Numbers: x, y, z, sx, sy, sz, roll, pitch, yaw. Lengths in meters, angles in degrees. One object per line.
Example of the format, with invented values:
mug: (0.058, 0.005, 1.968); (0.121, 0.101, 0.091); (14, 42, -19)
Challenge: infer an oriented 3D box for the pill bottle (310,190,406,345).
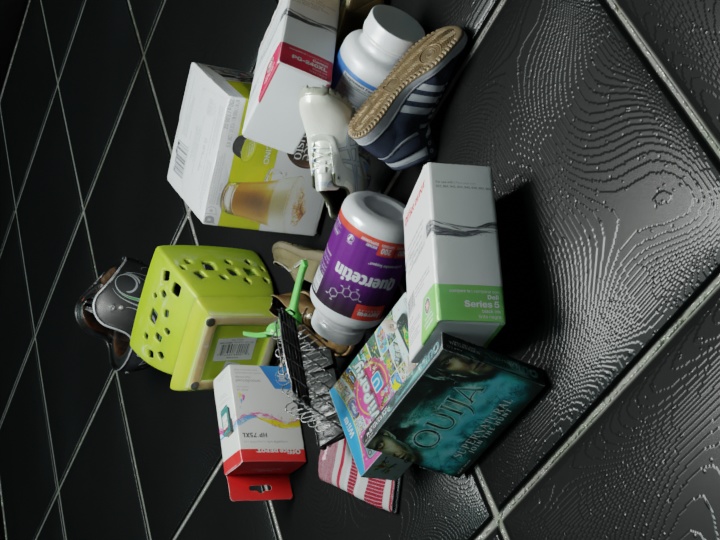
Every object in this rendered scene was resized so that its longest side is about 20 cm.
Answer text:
pill bottle: (0.000, 0.000, 1.530); (0.113, 0.112, 0.201); (54, 131, 48)

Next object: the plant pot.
plant pot: (-0.243, 0.088, 1.852); (0.181, 0.199, 0.200); (44, 122, 46)

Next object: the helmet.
helmet: (-0.443, 0.092, 2.186); (0.200, 0.191, 0.200); (-40, 17, 15)

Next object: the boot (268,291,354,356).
boot: (-0.074, 0.079, 1.680); (0.200, 0.075, 0.074); (27, 106, 56)

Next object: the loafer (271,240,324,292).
loafer: (-0.079, -0.002, 1.698); (0.200, 0.076, 0.068); (12, 89, 59)

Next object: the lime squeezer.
lime squeezer: (-0.124, 0.070, 1.663); (0.071, 0.038, 0.200); (58, 134, 18)

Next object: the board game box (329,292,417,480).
board game box: (0.053, 0.152, 1.446); (0.200, 0.064, 0.148); (-54, 41, 31)

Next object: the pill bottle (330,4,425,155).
pill bottle: (0.010, -0.262, 1.553); (0.200, 0.112, 0.113); (-58, 40, 36)

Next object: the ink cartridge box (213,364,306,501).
ink cartridge box: (-0.156, 0.253, 1.750); (0.067, 0.116, 0.201); (-42, 52, 48)

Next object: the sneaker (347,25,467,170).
sneaker: (0.084, -0.222, 1.479); (0.200, 0.108, 0.070); (-46, 37, 4)

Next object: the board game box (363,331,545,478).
board game box: (0.106, 0.162, 1.308); (0.028, 0.135, 0.200); (-87, 23, -47)

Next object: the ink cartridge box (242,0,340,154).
ink cartridge box: (-0.096, -0.290, 1.581); (0.145, 0.083, 0.201); (124, 159, -44)

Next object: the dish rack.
dish rack: (-0.076, 0.146, 1.538); (0.054, 0.200, 0.154); (-22, 59, 13)

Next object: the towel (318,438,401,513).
towel: (-0.001, 0.249, 1.583); (0.200, 0.023, 0.145); (9, 94, 59)

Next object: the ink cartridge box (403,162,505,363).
ink cartridge box: (0.106, -0.006, 1.322); (0.146, 0.083, 0.201); (114, 157, -65)

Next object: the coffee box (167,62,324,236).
coffee box: (-0.166, -0.189, 1.751); (0.200, 0.197, 0.201); (43, 122, 56)

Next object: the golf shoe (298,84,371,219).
golf shoe: (-0.037, -0.154, 1.500); (0.078, 0.200, 0.098); (0, 49, 24)

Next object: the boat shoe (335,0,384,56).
boat shoe: (-0.020, -0.340, 1.665); (0.201, 0.073, 0.065); (-64, 25, 25)
